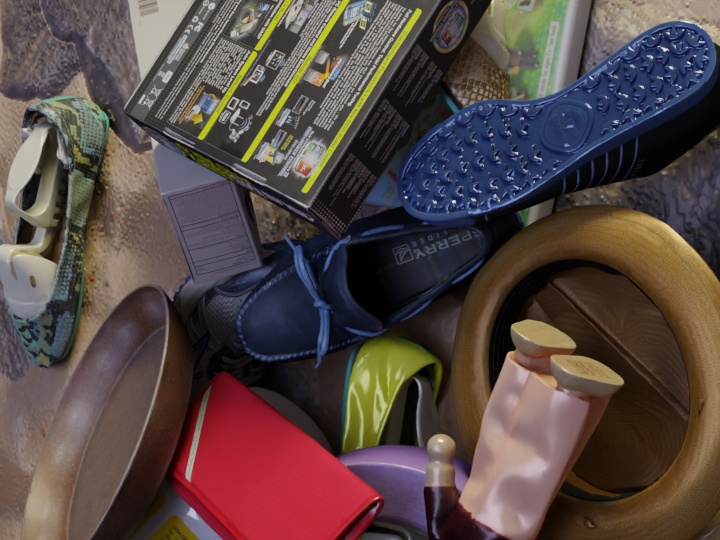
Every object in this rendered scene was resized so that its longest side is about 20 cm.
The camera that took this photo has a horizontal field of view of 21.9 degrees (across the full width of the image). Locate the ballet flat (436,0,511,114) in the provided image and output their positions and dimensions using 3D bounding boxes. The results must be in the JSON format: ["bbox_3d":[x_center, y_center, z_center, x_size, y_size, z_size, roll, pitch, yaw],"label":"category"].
[{"bbox_3d":[0.046,-0.160,1.119,0.065,0.070,0.200,-41,64,11],"label":"ballet flat"}]

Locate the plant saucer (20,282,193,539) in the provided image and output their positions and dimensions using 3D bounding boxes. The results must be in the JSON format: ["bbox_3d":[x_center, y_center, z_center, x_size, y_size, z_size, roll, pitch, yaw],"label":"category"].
[{"bbox_3d":[-0.156,0.106,1.169,0.200,0.034,0.201,-48,27,35],"label":"plant saucer"}]

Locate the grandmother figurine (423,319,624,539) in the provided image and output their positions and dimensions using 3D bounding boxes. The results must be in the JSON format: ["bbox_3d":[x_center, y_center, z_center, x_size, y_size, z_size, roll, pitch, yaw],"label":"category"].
[{"bbox_3d":[0.075,0.134,0.994,0.121,0.060,0.201,46,118,53],"label":"grandmother figurine"}]

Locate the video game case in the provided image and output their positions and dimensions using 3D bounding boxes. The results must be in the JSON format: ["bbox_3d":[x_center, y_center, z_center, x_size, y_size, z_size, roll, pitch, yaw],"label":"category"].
[{"bbox_3d":[0.056,-0.134,1.160,0.181,0.022,0.201,12,93,39],"label":"video game case"}]

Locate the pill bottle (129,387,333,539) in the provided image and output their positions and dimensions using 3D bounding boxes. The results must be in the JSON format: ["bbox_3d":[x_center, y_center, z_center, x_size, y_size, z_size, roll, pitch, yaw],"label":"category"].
[{"bbox_3d":[-0.108,0.171,1.203,0.200,0.112,0.113,-46,60,26],"label":"pill bottle"}]

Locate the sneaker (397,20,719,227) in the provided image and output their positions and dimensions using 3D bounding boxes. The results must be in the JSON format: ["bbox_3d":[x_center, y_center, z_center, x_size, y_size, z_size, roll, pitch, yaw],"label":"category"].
[{"bbox_3d":[0.121,-0.069,1.044,0.199,0.078,0.070,-23,63,21],"label":"sneaker"}]

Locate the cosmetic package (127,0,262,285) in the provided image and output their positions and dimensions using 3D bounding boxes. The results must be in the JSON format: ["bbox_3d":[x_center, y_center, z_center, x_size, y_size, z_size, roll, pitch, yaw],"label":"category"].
[{"bbox_3d":[-0.107,-0.092,1.200,0.050,0.083,0.201,-14,46,-1],"label":"cosmetic package"}]

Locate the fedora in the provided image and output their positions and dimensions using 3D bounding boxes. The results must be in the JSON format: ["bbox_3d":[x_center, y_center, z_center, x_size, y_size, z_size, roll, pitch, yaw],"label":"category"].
[{"bbox_3d":[0.144,0.062,1.032,0.200,0.082,0.202,-4,83,38],"label":"fedora"}]

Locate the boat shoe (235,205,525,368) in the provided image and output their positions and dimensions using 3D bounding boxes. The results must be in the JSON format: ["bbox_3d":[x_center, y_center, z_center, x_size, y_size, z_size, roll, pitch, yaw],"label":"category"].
[{"bbox_3d":[0.000,0.000,1.115,0.200,0.069,0.084,-32,92,25],"label":"boat shoe"}]

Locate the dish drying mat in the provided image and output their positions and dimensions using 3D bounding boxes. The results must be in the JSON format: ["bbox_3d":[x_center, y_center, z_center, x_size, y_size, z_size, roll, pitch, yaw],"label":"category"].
[{"bbox_3d":[-0.059,0.120,1.063,0.077,0.018,0.200,-50,32,-5],"label":"dish drying mat"}]

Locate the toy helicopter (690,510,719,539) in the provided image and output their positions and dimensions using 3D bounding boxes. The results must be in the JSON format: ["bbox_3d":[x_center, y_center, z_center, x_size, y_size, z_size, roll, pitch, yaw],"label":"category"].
[{"bbox_3d":[0.152,0.193,0.977,0.200,0.079,0.132,-54,20,-21],"label":"toy helicopter"}]

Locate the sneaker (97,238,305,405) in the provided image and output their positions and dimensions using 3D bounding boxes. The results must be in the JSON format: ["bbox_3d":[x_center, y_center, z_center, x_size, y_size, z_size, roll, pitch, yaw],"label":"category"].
[{"bbox_3d":[-0.090,0.051,1.236,0.200,0.077,0.085,-41,72,36],"label":"sneaker"}]

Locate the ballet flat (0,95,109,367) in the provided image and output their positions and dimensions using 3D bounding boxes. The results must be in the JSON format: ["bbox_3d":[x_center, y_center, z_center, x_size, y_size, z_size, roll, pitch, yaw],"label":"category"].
[{"bbox_3d":[-0.236,-0.030,1.354,0.074,0.074,0.201,9,91,39],"label":"ballet flat"}]

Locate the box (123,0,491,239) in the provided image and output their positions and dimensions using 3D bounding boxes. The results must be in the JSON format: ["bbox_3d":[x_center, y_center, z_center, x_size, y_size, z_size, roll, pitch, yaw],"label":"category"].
[{"bbox_3d":[-0.024,-0.138,1.083,0.160,0.044,0.201,27,82,34],"label":"box"}]

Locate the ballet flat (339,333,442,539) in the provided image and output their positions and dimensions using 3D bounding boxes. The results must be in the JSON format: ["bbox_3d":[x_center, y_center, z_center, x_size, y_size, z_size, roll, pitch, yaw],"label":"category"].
[{"bbox_3d":[0.015,0.139,1.140,0.067,0.067,0.201,7,88,36],"label":"ballet flat"}]

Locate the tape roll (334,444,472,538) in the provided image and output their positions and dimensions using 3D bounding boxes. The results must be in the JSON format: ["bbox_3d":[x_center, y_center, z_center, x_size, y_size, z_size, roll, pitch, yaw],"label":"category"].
[{"bbox_3d":[0.017,0.206,1.081,0.199,0.066,0.201,1,94,14],"label":"tape roll"}]
